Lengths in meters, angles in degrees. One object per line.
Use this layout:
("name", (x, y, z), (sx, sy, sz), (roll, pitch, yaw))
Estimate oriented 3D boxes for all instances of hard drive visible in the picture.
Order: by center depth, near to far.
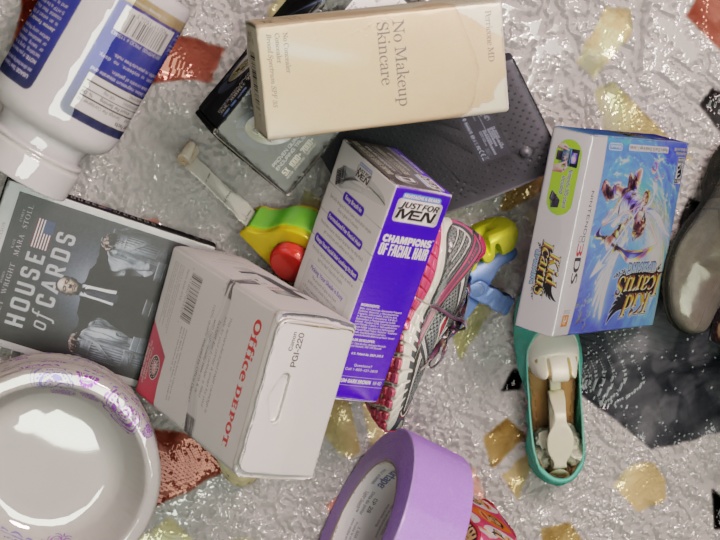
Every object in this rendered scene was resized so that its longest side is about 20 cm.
("hard drive", (0.069, -0.116, 1.446), (0.199, 0.042, 0.135), (-19, 125, 20))

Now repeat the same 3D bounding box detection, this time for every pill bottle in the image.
("pill bottle", (-0.244, -0.168, 1.383), (0.119, 0.120, 0.201), (30, 94, -15))

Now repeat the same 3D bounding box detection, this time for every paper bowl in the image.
("paper bowl", (-0.282, 0.173, 1.450), (0.199, 0.104, 0.202), (-2, 103, -10))

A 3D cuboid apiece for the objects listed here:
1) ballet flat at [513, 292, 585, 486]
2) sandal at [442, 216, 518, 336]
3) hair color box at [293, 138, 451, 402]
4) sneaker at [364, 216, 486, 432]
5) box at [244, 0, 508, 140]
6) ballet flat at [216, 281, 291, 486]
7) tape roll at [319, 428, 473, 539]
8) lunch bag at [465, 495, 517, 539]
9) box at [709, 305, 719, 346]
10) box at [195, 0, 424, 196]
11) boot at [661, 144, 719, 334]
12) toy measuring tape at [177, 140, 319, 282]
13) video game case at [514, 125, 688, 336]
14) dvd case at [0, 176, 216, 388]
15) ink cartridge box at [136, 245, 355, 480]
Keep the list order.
("ballet flat", (0.189, 0.114, 1.549), (0.067, 0.070, 0.202), (-8, 102, -9))
("sandal", (0.069, 0.028, 1.508), (0.199, 0.080, 0.088), (-24, 108, -4))
("hair color box", (0.000, 0.000, 1.402), (0.064, 0.109, 0.201), (7, 112, -31))
("sneaker", (0.056, 0.052, 1.430), (0.074, 0.081, 0.201), (11, 105, -27))
("box", (0.013, -0.164, 1.287), (0.198, 0.078, 0.096), (-9, 103, -9))
("ballet flat", (-0.099, 0.107, 1.498), (0.066, 0.057, 0.202), (9, 99, -12))
("tape roll", (0.025, 0.249, 1.477), (0.065, 0.200, 0.201), (26, 95, -15))
("lunch bag", (0.072, 0.300, 1.497), (0.082, 0.200, 0.177), (31, 96, -14))
("box", (0.399, 0.054, 1.511), (0.049, 0.200, 0.083), (8, 100, -14))
("box", (-0.043, -0.178, 1.398), (0.086, 0.164, 0.200), (39, 93, -16))
("boot", (0.365, -0.028, 1.509), (0.067, 0.130, 0.201), (19, 90, -33))
("toy measuring tape", (-0.078, -0.051, 1.462), (0.074, 0.074, 0.200), (-44, 107, 0))
("video game case", (0.226, -0.036, 1.479), (0.199, 0.045, 0.183), (-3, 107, -53))
("dvd case", (-0.249, 0.016, 1.468), (0.199, 0.025, 0.151), (18, 97, -15))
("ink cartridge box", (-0.104, 0.078, 1.403), (0.084, 0.200, 0.147), (10, 101, -34))
